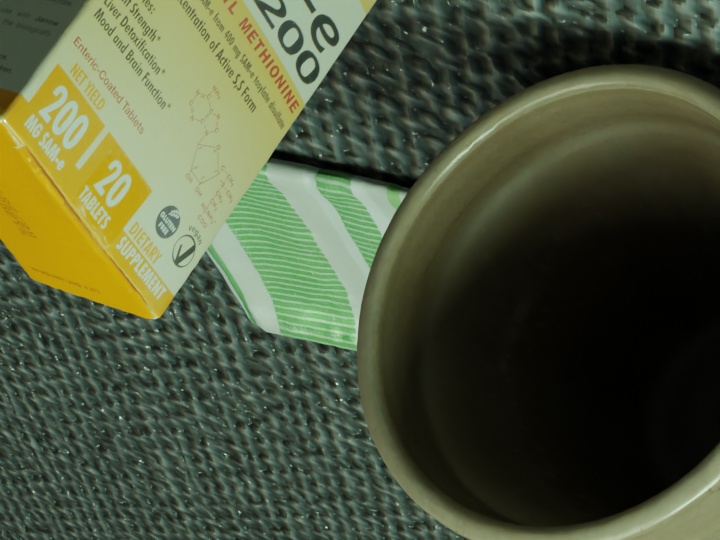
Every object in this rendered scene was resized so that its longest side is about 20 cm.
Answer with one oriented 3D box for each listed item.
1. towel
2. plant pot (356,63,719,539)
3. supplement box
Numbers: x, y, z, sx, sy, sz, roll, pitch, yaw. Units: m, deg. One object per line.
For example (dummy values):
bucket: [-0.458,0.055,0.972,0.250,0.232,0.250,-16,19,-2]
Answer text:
towel: [0.000,0.000,1.421,0.200,0.023,0.153,14,150,35]
plant pot: [0.125,0.041,1.178,0.200,0.201,0.175,12,167,36]
supplement box: [-0.074,-0.101,1.088,0.073,0.200,0.126,16,154,37]
